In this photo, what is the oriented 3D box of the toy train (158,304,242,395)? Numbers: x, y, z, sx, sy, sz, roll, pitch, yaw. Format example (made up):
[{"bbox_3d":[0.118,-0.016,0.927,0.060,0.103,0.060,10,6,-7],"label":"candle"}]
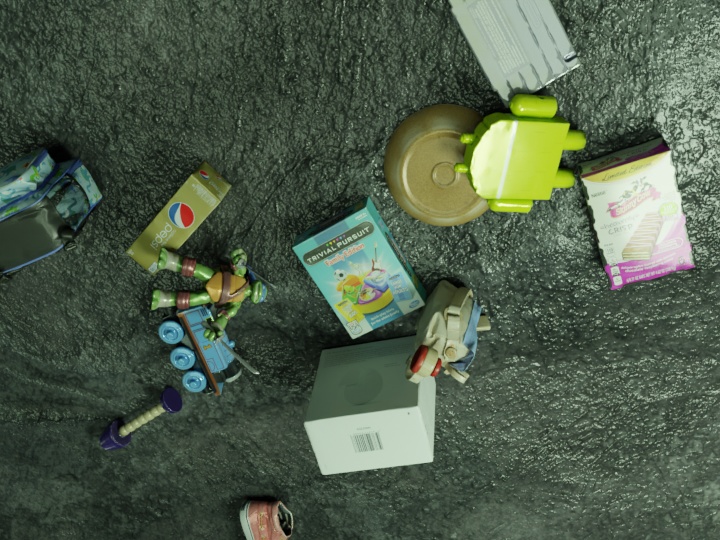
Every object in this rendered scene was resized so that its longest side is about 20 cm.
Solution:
[{"bbox_3d":[-0.286,0.133,1.381,0.112,0.087,0.204,-15,115,9],"label":"toy train"}]

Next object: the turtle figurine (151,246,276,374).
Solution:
[{"bbox_3d":[-0.238,0.035,1.239,0.189,0.202,0.146,10,129,-16],"label":"turtle figurine"}]

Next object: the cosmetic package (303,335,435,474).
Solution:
[{"bbox_3d":[0.024,0.229,1.320,0.194,0.202,0.125,-10,120,13],"label":"cosmetic package"}]

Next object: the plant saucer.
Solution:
[{"bbox_3d":[0.132,-0.155,1.193,0.195,0.036,0.205,3,119,6],"label":"plant saucer"}]

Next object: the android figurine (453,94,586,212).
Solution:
[{"bbox_3d":[0.236,-0.170,1.138,0.195,0.041,0.186,-1,121,-13],"label":"android figurine"}]

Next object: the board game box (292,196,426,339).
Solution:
[{"bbox_3d":[0.000,0.000,1.289,0.149,0.047,0.202,-26,112,20],"label":"board game box"}]

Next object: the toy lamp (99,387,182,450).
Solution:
[{"bbox_3d":[-0.439,0.299,1.506,0.198,0.059,0.058,-34,110,23],"label":"toy lamp"}]

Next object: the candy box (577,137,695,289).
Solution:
[{"bbox_3d":[0.425,-0.084,1.175,0.133,0.061,0.203,-16,114,17],"label":"candy box"}]

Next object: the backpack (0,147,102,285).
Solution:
[{"bbox_3d":[-0.519,-0.105,1.218,0.180,0.201,0.149,-23,113,16],"label":"backpack"}]

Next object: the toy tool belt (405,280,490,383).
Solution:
[{"bbox_3d":[0.155,0.115,1.243,0.121,0.202,0.126,27,128,-5],"label":"toy tool belt"}]

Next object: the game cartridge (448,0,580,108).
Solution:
[{"bbox_3d":[0.212,-0.348,1.081,0.128,0.039,0.202,-25,112,24],"label":"game cartridge"}]

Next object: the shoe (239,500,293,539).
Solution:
[{"bbox_3d":[-0.182,0.572,1.607,0.089,0.072,0.204,-8,112,19],"label":"shoe"}]

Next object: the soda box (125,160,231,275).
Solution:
[{"bbox_3d":[-0.304,-0.087,1.273,0.064,0.068,0.199,41,116,-14],"label":"soda box"}]
